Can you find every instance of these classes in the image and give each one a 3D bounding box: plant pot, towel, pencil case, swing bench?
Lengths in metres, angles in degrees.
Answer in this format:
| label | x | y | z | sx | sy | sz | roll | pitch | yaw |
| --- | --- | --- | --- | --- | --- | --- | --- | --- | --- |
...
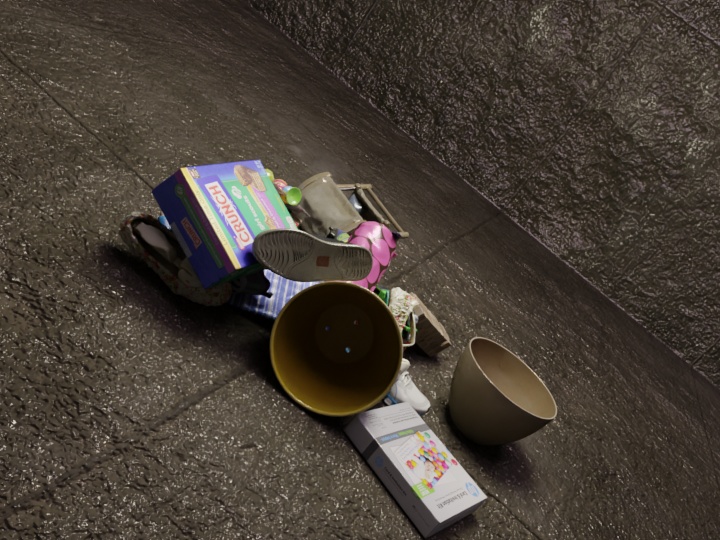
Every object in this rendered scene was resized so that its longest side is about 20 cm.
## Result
| label | x | y | z | sx | sy | sz | roll | pitch | yaw |
| --- | --- | --- | --- | --- | --- | --- | --- | --- | --- |
| plant pot | 0.240 | 0.241 | 1.324 | 0.199 | 0.135 | 0.201 | 32 | 22 | -15 |
| towel | -0.143 | 0.034 | 1.238 | 0.198 | 0.024 | 0.145 | 22 | 35 | -13 |
| pencil case | 0.000 | 0.000 | 1.284 | 0.094 | 0.090 | 0.201 | 53 | 45 | -22 |
| plant pot | -0.031 | 0.109 | 1.124 | 0.199 | 0.201 | 0.142 | 37 | 7 | 1 |
| swing bench | -0.033 | -0.114 | 1.635 | 0.199 | 0.130 | 0.199 | 13 | 32 | -45 |

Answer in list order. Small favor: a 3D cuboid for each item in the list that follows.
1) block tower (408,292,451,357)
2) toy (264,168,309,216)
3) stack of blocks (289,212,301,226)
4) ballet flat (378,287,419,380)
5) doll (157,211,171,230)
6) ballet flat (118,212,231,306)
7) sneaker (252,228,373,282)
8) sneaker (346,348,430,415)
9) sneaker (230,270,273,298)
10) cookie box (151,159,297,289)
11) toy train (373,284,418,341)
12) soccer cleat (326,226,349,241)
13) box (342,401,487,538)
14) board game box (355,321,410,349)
| label | x | y | z | sx | sy | sz | roll | pitch | yaw |
| --- | --- | --- | --- | --- | --- | --- | --- | --- | --- |
| block tower | 0.122 | 0.110 | 1.421 | 0.200 | 0.058 | 0.054 | 43 | 19 | -55 |
| toy | -0.183 | -0.177 | 1.503 | 0.115 | 0.047 | 0.199 | 42 | -9 | -38 |
| stack of blocks | -0.201 | -0.084 | 1.405 | 0.115 | 0.059 | 0.200 | 36 | 21 | -2 |
| ballet flat | 0.057 | 0.129 | 1.194 | 0.063 | 0.202 | 0.076 | 12 | -5 | -5 |
| doll | -0.286 | -0.052 | 1.220 | 0.136 | 0.048 | 0.200 | 44 | 21 | -7 |
| ballet flat | -0.282 | -0.016 | 1.089 | 0.199 | 0.076 | 0.064 | 36 | -20 | -7 |
| sneaker | -0.089 | -0.022 | 1.109 | 0.198 | 0.076 | 0.106 | 11 | 1 | -32 |
| sneaker | 0.052 | 0.168 | 1.250 | 0.200 | 0.087 | 0.075 | 41 | 20 | 6 |
| sneaker | -0.195 | -0.039 | 1.223 | 0.087 | 0.074 | 0.202 | 20 | 47 | -36 |
| cookie box | -0.196 | -0.077 | 1.112 | 0.172 | 0.075 | 0.200 | 61 | 30 | 3 |
| toy train | 0.040 | 0.061 | 1.307 | 0.041 | 0.057 | 0.200 | 16 | 15 | -41 |
| soccer cleat | -0.033 | -0.019 | 1.399 | 0.083 | 0.065 | 0.201 | 32 | 22 | -20 |
| box | 0.084 | 0.297 | 1.099 | 0.155 | 0.041 | 0.200 | 4 | 40 | -54 |
| board game box | -0.006 | 0.073 | 1.404 | 0.199 | 0.046 | 0.152 | 28 | 24 | -23 |
